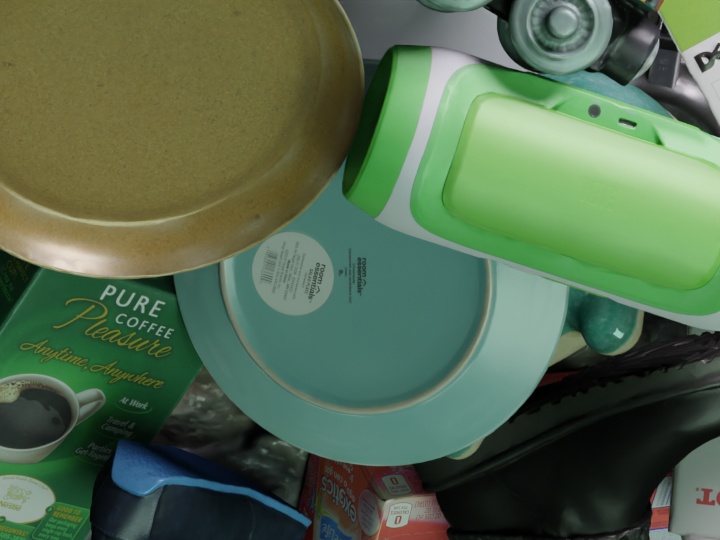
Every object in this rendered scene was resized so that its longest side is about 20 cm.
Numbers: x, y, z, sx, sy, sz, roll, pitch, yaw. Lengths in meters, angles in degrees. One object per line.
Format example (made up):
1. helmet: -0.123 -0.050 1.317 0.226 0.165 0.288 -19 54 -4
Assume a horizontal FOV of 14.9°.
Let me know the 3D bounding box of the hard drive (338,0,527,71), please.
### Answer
1. hard drive: -0.003 -0.123 1.327 0.132 0.027 0.200 -45 131 10

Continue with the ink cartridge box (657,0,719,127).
1. ink cartridge box: 0.248 -0.085 1.356 0.147 0.200 0.076 -28 175 5

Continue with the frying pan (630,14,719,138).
1. frying pan: 0.166 -0.086 1.402 0.115 0.031 0.190 31 115 0

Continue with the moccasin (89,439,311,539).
1. moccasin: -0.093 0.131 1.415 0.068 0.080 0.200 -65 152 0

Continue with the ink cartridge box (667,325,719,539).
1. ink cartridge box: 0.248 0.051 1.442 0.084 0.145 0.201 23 73 -66

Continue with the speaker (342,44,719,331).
1. speaker: 0.097 -0.037 1.238 0.199 0.089 0.089 18 118 -8

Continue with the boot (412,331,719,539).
1. boot: 0.140 0.126 1.381 0.211 0.079 0.158 -22 95 28

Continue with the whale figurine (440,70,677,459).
1. whale figurine: 0.076 -0.009 1.343 0.200 0.159 0.104 -51 133 5

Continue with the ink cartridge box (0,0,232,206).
1. ink cartridge box: -0.170 -0.083 1.251 0.199 0.050 0.109 -18 132 6

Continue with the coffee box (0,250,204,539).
1. coffee box: -0.164 0.071 1.384 0.123 0.044 0.200 18 115 -37

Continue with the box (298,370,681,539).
1. box: 0.076 0.126 1.513 0.199 0.095 0.103 -4 127 -24

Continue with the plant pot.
1. plant pot: -0.098 -0.080 1.215 0.199 0.028 0.200 -6 132 -7

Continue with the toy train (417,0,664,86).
1. toy train: 0.059 -0.167 1.219 0.200 0.085 0.114 31 93 -4

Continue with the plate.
1. plate: 0.000 0.000 1.307 0.199 0.026 0.201 4 105 15
